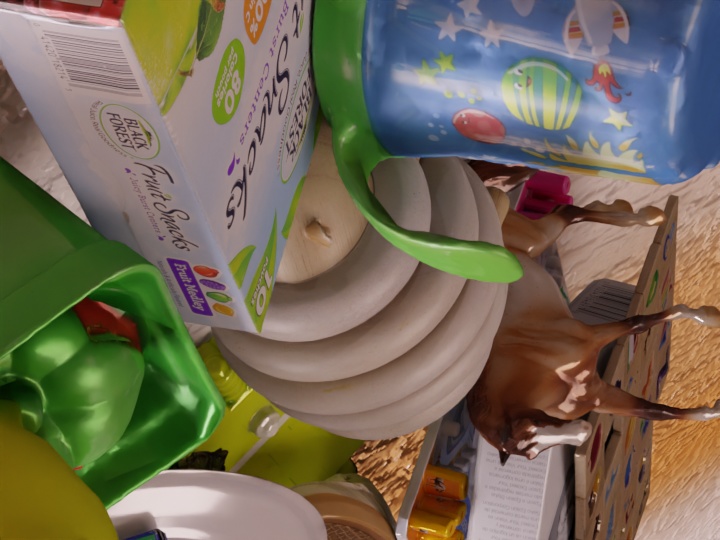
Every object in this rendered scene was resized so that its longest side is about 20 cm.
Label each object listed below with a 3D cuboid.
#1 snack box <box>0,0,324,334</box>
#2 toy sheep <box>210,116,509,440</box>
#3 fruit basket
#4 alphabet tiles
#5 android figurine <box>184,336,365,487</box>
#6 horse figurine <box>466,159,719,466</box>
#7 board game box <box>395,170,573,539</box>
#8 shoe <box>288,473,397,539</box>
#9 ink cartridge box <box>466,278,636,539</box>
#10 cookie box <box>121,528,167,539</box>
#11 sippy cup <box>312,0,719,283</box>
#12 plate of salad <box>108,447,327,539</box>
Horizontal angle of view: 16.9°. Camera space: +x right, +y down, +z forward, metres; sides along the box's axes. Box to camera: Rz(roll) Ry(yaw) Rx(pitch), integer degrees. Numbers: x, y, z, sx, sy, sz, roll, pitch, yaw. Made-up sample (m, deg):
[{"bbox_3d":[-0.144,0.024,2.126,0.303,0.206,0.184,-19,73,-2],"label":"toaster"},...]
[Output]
[{"bbox_3d":[-0.054,-0.088,0.779,0.200,0.053,0.143,72,31,-61],"label":"snack box"},{"bbox_3d":[0.000,0.000,0.972,0.138,0.138,0.200,-45,141,-6],"label":"toy sheep"},{"bbox_3d":[-0.131,0.082,0.770,0.215,0.215,0.156,-43,154,-12],"label":"fruit basket"},{"bbox_3d":[0.132,0.089,1.206,0.201,0.008,0.168,85,23,-48],"label":"alphabet tiles"},{"bbox_3d":[-0.057,0.090,1.109,0.182,0.041,0.200,-45,156,-8],"label":"android figurine"},{"bbox_3d":[0.085,0.010,1.082,0.132,0.201,0.050,-7,139,-18],"label":"horse figurine"},{"bbox_3d":[0.075,0.075,1.210,0.200,0.026,0.201,67,40,-62],"label":"board game box"},{"bbox_3d":[-0.014,0.134,1.152,0.070,0.054,0.200,-28,155,1],"label":"shoe"},{"bbox_3d":[0.093,0.123,1.189,0.200,0.040,0.201,-35,136,-65],"label":"ink cartridge box"},{"bbox_3d":[-0.155,0.197,0.974,0.199,0.075,0.171,-18,149,-6],"label":"cookie box"},{"bbox_3d":[0.070,-0.091,0.849,0.139,0.130,0.179,-27,131,-58],"label":"sippy cup"},{"bbox_3d":[-0.112,0.127,1.009,0.199,0.048,0.200,-12,148,-8],"label":"plate of salad"}]
